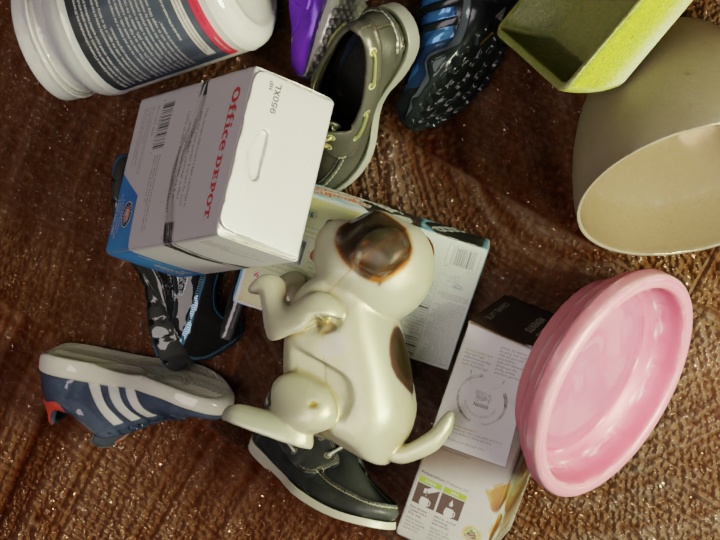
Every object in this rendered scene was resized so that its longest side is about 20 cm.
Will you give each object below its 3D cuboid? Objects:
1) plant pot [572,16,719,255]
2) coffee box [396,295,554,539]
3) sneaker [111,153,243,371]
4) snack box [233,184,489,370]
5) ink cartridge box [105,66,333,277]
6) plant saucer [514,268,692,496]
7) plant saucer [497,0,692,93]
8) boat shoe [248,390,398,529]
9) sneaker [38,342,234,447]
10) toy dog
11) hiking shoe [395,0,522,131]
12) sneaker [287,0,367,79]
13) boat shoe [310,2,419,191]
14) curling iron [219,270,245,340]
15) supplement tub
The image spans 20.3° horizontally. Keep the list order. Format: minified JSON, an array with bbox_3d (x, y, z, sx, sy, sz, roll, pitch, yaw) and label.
[{"bbox_3d":[0.253,-0.119,1.587,0.199,0.200,0.135,-24,60,22],"label":"plant pot"},{"bbox_3d":[0.111,0.135,1.713,0.079,0.114,0.201,22,108,14],"label":"coffee box"},{"bbox_3d":[-0.168,-0.014,1.818,0.081,0.073,0.201,-18,99,4],"label":"sneaker"},{"bbox_3d":[0.000,0.000,1.740,0.199,0.037,0.117,18,107,-1],"label":"snack box"},{"bbox_3d":[-0.121,-0.078,1.692,0.200,0.084,0.146,-6,68,56],"label":"ink cartridge box"},{"bbox_3d":[0.192,0.085,1.638,0.051,0.200,0.202,31,111,35],"label":"plant saucer"},{"bbox_3d":[0.208,-0.226,1.562,0.048,0.200,0.200,37,99,-21],"label":"plant saucer"},{"bbox_3d":[-0.031,0.165,1.754,0.200,0.072,0.068,35,109,50],"label":"boat shoe"},{"bbox_3d":[-0.205,0.126,1.852,0.199,0.075,0.085,11,107,26],"label":"sneaker"},{"bbox_3d":[-0.006,0.049,1.658,0.193,0.139,0.201,17,93,29],"label":"toy dog"},{"bbox_3d":[0.079,-0.213,1.688,0.087,0.074,0.201,42,113,31],"label":"hiking shoe"},{"bbox_3d":[-0.044,-0.267,1.716,0.099,0.069,0.201,17,100,21],"label":"sneaker"},{"bbox_3d":[-0.016,-0.140,1.701,0.072,0.060,0.202,49,135,23],"label":"boat shoe"},{"bbox_3d":[-0.093,-0.034,1.777,0.025,0.050,0.201,22,101,12],"label":"curling iron"},{"bbox_3d":[-0.184,-0.233,1.731,0.199,0.140,0.141,-15,95,22],"label":"supplement tub"}]
